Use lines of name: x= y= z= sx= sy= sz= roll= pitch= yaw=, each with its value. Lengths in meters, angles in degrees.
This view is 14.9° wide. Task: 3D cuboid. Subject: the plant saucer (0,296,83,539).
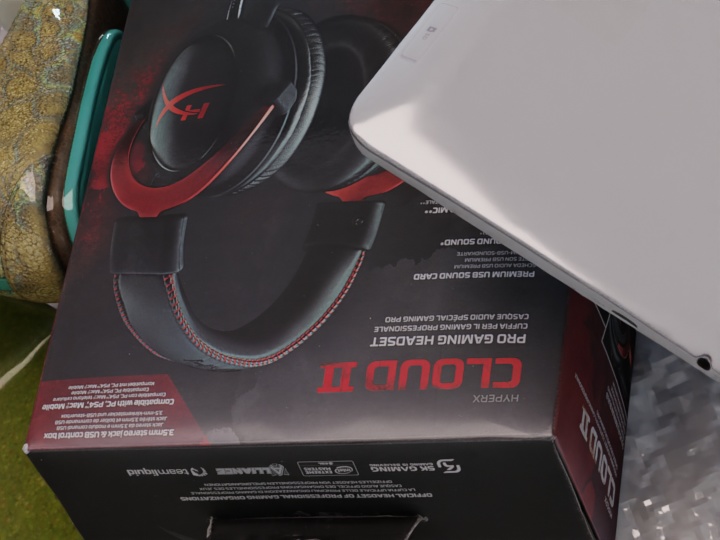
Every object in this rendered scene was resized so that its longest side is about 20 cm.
plant saucer: x=-0.161 y=0.075 z=0.737 sx=0.048 sy=0.200 sz=0.200 roll=-45 pitch=41 yaw=35

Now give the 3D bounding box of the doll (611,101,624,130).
doll: x=0.159 y=-0.022 z=0.710 sx=0.200 sy=0.048 sz=0.137 roll=10 pitch=59 yaw=-1

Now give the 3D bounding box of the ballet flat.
ballet flat: x=-0.090 y=-0.069 z=0.849 sx=0.071 sy=0.071 sz=0.200 roll=-3 pitch=45 yaw=19

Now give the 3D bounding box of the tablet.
tablet: x=0.102 y=-0.073 z=0.693 sx=0.130 sy=0.014 sz=0.200 roll=33 pitch=68 yaw=9

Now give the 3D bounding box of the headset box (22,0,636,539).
headset box: x=0.000 y=0.000 z=0.771 sx=0.149 sy=0.075 sz=0.200 roll=-2 pitch=55 yaw=18
